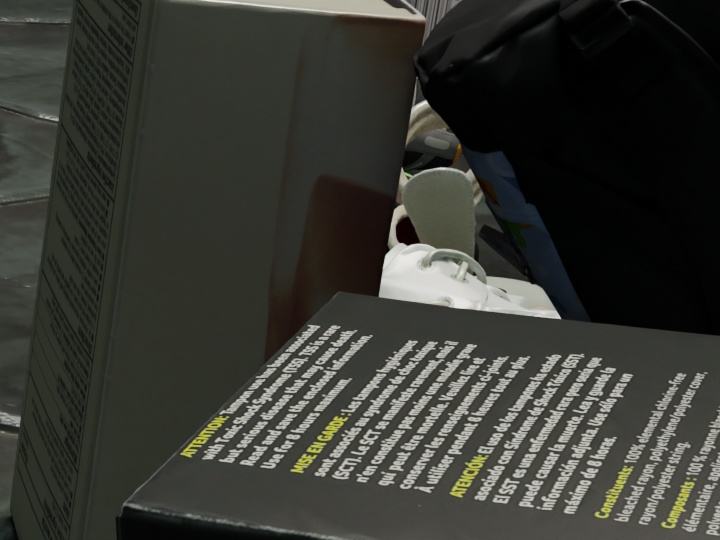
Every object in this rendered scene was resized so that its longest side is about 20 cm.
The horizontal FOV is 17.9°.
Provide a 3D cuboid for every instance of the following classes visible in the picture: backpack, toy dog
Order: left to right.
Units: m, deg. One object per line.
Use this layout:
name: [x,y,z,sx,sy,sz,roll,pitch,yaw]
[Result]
toy dog: [0.000,0.000,0.907,0.198,0.133,0.096,-10,1,-26]
backpack: [0.122,-0.022,0.682,0.162,0.201,0.154,-32,14,1]

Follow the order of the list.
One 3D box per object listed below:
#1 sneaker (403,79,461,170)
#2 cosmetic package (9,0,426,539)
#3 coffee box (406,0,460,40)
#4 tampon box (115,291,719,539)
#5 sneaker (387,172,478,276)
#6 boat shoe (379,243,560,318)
sneaker: [-0.002,-0.100,1.304,0.077,0.079,0.200,17,17,-22]
cosmetic package: [-0.048,0.004,0.705,0.086,0.202,0.103,3,20,-21]
coffee box: [0.038,-0.227,1.499,0.198,0.202,0.197,17,18,21]
tampon box: [0.066,0.103,0.474,0.198,0.151,0.126,7,21,19]
sneaker: [-0.033,-0.017,0.996,0.198,0.077,0.084,-2,16,-31]
boat shoe: [0.020,0.021,0.808,0.198,0.067,0.074,-4,-17,7]
